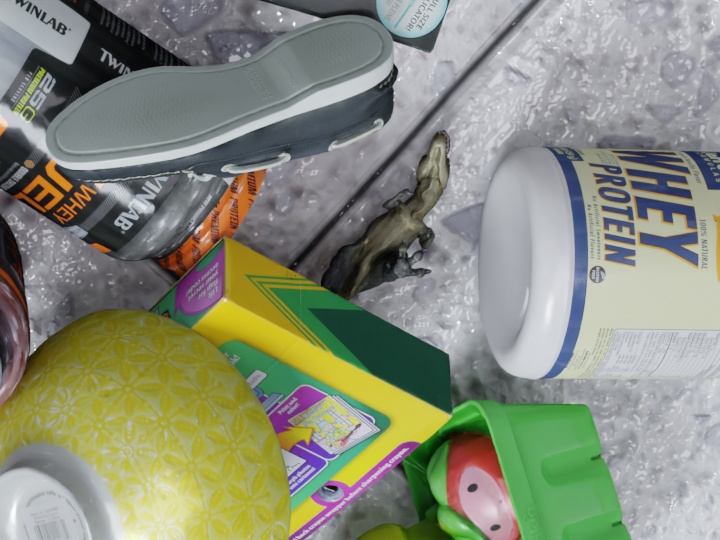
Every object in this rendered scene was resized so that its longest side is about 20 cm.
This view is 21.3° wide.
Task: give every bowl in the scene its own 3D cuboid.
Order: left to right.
[{"bbox_3d":[-0.150,0.132,1.082,0.199,0.107,0.202,9,108,30],"label":"bowl"}]

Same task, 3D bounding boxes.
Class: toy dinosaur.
[{"bbox_3d":[0.000,0.000,1.204,0.047,0.088,0.200,44,93,-11],"label":"toy dinosaur"}]

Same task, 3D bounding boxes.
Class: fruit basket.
[{"bbox_3d":[0.064,0.194,1.229,0.214,0.155,0.217,6,73,-21],"label":"fruit basket"}]

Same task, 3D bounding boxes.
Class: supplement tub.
[{"bbox_3d":[-0.243,0.026,1.099,0.106,0.200,0.108,-4,109,-11],"label":"supplement tub"},{"bbox_3d":[-0.160,-0.088,1.123,0.199,0.123,0.123,33,98,-20],"label":"supplement tub"},{"bbox_3d":[0.186,-0.004,1.215,0.198,0.145,0.146,0,107,-13],"label":"supplement tub"}]

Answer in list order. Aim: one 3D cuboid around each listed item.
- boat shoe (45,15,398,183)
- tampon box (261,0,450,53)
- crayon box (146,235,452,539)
[{"bbox_3d":[-0.072,-0.079,1.057,0.198,0.076,0.061,-14,138,-7],"label":"boat shoe"},{"bbox_3d":[-0.037,-0.234,1.101,0.199,0.126,0.151,15,104,-17],"label":"tampon box"},{"bbox_3d":[-0.072,0.088,1.178,0.172,0.059,0.200,29,127,-26],"label":"crayon box"}]
